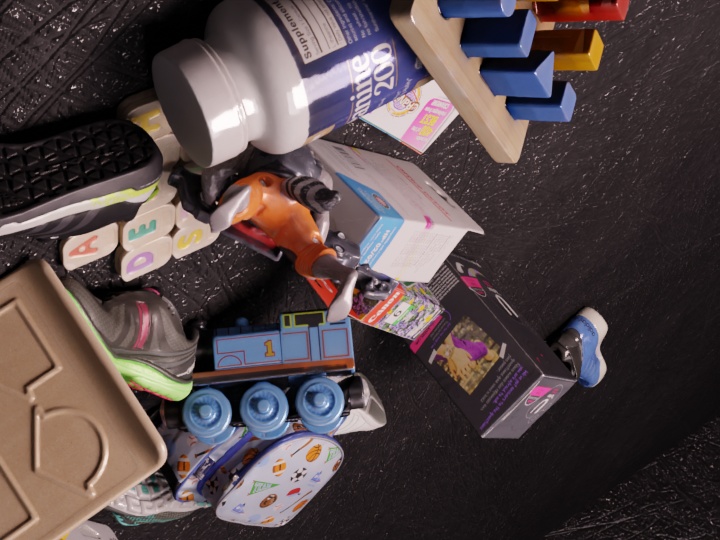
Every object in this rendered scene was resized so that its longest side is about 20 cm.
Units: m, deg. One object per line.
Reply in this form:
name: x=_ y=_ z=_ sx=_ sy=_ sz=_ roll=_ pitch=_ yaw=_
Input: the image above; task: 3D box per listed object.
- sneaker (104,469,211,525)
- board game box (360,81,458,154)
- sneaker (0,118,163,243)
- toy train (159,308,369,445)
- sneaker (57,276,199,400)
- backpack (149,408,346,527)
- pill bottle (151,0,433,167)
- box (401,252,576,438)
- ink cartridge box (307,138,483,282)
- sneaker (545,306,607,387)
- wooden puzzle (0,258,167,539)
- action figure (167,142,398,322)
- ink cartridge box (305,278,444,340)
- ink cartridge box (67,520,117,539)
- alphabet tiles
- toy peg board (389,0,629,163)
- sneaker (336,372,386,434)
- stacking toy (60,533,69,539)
sneaker: x=-0.241 y=0.241 z=1.213 sx=0.091 sy=0.078 sz=0.199 roll=-32 pitch=151 yaw=20
board game box: x=0.076 y=-0.200 z=0.959 sx=0.200 sy=0.040 sz=0.153 roll=-47 pitch=154 yaw=13
sneaker: x=-0.220 y=-0.040 z=0.764 sx=0.198 sy=0.072 sz=0.083 roll=-14 pitch=149 yaw=-33
toy train: x=-0.092 y=0.099 z=1.079 sx=0.197 sy=0.116 sz=0.087 roll=-5 pitch=166 yaw=-2
sneaker: x=-0.203 y=0.045 z=0.960 sx=0.200 sy=0.076 sz=0.085 roll=45 pitch=60 yaw=-59
backpack: x=-0.105 y=0.166 z=1.196 sx=0.191 sy=0.154 sz=0.200 roll=-53 pitch=151 yaw=6
pill bottle: x=-0.039 y=-0.150 z=0.797 sx=0.199 sy=0.111 sz=0.112 roll=-29 pitch=153 yaw=-22
box: x=0.137 y=0.085 z=1.325 sx=0.106 sy=0.201 sz=0.122 roll=-46 pitch=155 yaw=16
ink cartridge box: x=0.016 y=-0.051 z=1.026 sx=0.068 sy=0.115 sz=0.199 roll=-53 pitch=153 yaw=19
sneaker: x=0.345 y=0.152 z=1.869 sx=0.111 sy=0.077 sz=0.201 roll=-38 pitch=151 yaw=-18
wooden puzzle: x=-0.271 y=0.120 z=0.851 sx=0.199 sy=0.186 sz=0.046 roll=-34 pitch=175 yaw=-8
action figure: x=-0.037 y=-0.042 z=0.843 sx=0.198 sy=0.194 sz=0.105 roll=25 pitch=110 yaw=-20
ink cartridge box: x=0.000 y=0.000 z=1.101 sx=0.050 sy=0.109 sz=0.200 roll=-44 pitch=155 yaw=11
ink cartridge box: x=-0.357 y=0.362 z=1.230 sx=0.200 sy=0.085 sz=0.145 roll=-42 pitch=155 yaw=1
alphabet tiles: x=-0.146 y=-0.072 z=0.894 sx=0.194 sy=0.015 sz=0.201 roll=-25 pitch=152 yaw=-29
toy peg board: x=0.127 y=-0.207 z=0.794 sx=0.200 sy=0.097 sz=0.202 roll=40 pitch=61 yaw=-53
sneaker: x=-0.037 y=0.168 z=1.395 sx=0.080 sy=0.071 sz=0.200 roll=-32 pitch=156 yaw=22
stacking toy: x=-0.270 y=0.177 z=0.908 sx=0.145 sy=0.200 sz=0.147 roll=-32 pitch=154 yaw=-17
